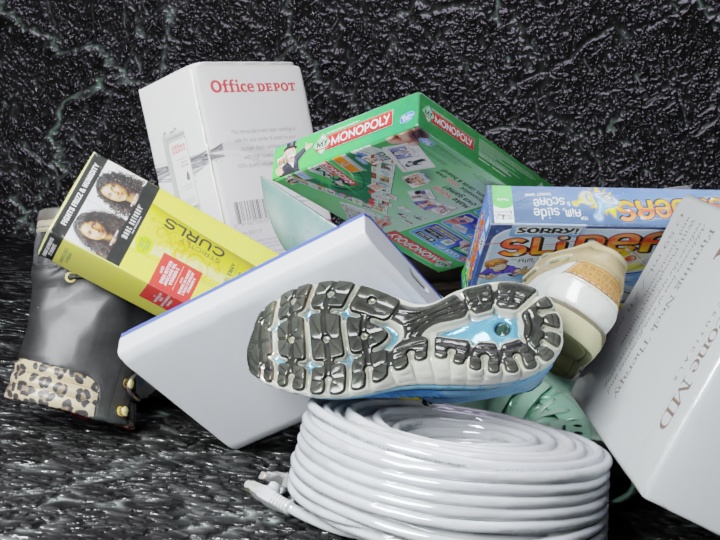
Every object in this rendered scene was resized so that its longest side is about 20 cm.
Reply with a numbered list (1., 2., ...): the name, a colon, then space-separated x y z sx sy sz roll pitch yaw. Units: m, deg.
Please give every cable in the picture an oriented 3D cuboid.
1. cable: 0.056 0.125 0.724 0.200 0.069 0.200 5 4 -44

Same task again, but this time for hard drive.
1. hard drive: -0.045 0.048 0.795 0.200 0.025 0.132 -26 -50 22

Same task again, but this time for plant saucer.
1. plant saucer: 0.000 0.000 0.870 0.201 0.039 0.201 33 1 -1

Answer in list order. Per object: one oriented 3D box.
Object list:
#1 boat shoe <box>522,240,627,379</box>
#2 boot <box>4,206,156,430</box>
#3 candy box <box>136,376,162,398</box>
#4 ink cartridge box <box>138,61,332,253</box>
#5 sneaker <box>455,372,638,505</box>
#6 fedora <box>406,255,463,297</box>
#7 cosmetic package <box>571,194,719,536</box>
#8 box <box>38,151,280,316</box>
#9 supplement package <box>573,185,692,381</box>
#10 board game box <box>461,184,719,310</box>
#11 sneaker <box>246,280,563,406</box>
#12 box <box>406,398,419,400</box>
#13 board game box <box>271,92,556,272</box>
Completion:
1. boat shoe: 0.143 0.028 0.823 0.075 0.068 0.200 34 -8 -2
2. boot: -0.164 0.046 0.891 0.200 0.151 0.073 18 -13 -24
3. candy box: -0.125 0.057 1.038 0.200 0.072 0.168 -10 4 1
4. ink cartridge box: -0.111 -0.088 1.100 0.083 0.200 0.146 -12 0 40
5. sneaker: 0.130 0.109 0.885 0.200 0.074 0.118 25 10 18
6. fedora: 0.063 0.016 1.026 0.200 0.090 0.177 -29 47 -31
7. cosmetic package: 0.259 0.071 0.730 0.166 0.167 0.200 27 9 -6
8. box: -0.124 -0.001 0.846 0.200 0.075 0.050 30 -28 -13
9. supplement package: 0.233 0.029 1.034 0.200 0.110 0.114 -40 -12 24
10. board game box: 0.184 -0.014 0.875 0.200 0.034 0.135 1 -28 -3
11. sneaker: 0.026 0.060 0.737 0.200 0.078 0.090 1 -30 10
12. box: 0.020 0.114 1.058 0.200 0.048 0.117 13 7 37
13. board game box: 0.052 -0.058 0.866 0.135 0.029 0.200 -15 -29 38
